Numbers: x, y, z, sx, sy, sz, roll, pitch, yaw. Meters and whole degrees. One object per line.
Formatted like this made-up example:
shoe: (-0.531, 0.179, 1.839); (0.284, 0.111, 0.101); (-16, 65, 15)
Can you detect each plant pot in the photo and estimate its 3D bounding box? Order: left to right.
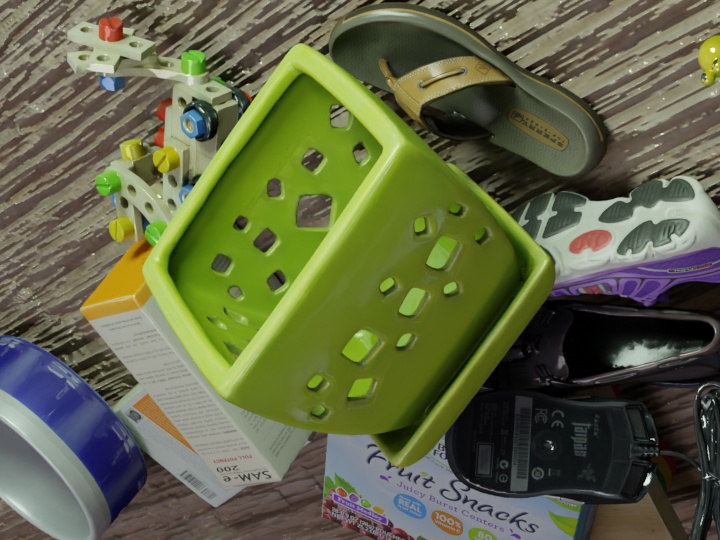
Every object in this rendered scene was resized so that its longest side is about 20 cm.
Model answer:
plant pot: (0.000, 0.000, 1.257); (0.181, 0.200, 0.199); (32, -171, -32)

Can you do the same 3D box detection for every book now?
book: (-0.132, 0.134, 1.681); (0.134, 0.048, 0.200); (40, 144, -9)

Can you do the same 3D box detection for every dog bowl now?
dog bowl: (-0.295, 0.158, 1.768); (0.200, 0.079, 0.200); (32, 150, 21)

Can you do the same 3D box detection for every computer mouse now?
computer mouse: (0.158, 0.149, 1.286); (0.199, 0.141, 0.046); (-2, 172, 6)

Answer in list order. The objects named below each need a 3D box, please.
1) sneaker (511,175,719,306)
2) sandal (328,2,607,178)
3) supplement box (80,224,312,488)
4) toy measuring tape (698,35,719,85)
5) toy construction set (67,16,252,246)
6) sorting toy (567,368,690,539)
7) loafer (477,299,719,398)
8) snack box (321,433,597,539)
sneaker: (0.165, -0.003, 1.292); (0.199, 0.081, 0.083); (-5, 140, 44)
sandal: (0.066, -0.111, 1.262); (0.200, 0.055, 0.082); (31, 142, 5)
supplement box: (-0.112, 0.058, 1.518); (0.073, 0.126, 0.200); (-14, 121, 43)
toy measuring tape: (0.281, -0.071, 1.132); (0.200, 0.074, 0.074); (35, 143, 0)
toy construction set: (-0.147, -0.100, 1.412); (0.131, 0.092, 0.201); (30, 145, 33)
sorting toy: (0.137, 0.129, 1.455); (0.199, 0.070, 0.199); (-4, 128, 39)
loafer: (0.155, 0.048, 1.298); (0.199, 0.072, 0.063); (-3, 165, 14)
snack box: (0.075, 0.150, 1.410); (0.199, 0.068, 0.169); (22, 139, 14)
